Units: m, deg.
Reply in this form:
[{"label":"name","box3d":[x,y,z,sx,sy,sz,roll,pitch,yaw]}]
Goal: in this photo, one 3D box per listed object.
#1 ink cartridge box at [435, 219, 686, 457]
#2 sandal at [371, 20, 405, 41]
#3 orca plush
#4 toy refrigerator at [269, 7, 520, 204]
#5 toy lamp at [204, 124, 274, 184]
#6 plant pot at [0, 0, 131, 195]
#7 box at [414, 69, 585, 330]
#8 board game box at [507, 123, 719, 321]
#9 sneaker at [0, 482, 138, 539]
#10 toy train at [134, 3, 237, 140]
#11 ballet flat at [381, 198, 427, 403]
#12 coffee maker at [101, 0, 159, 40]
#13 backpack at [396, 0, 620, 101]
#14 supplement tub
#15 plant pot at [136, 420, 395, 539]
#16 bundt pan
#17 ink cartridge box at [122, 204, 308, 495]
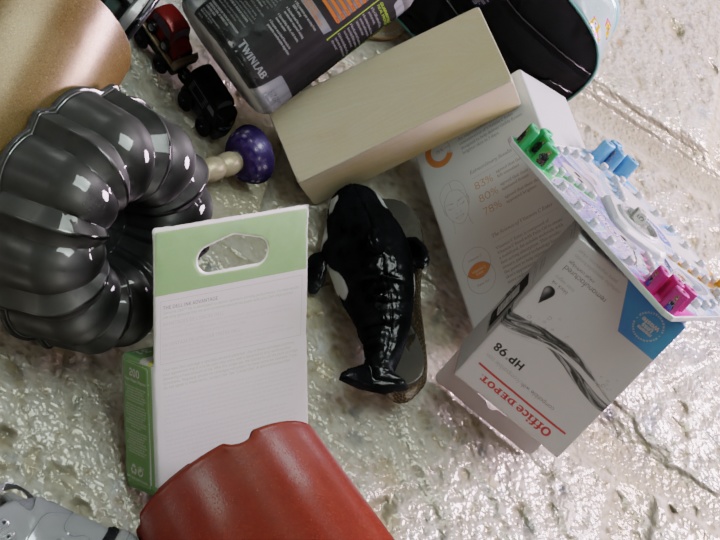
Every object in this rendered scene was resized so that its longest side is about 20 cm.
[{"label":"ink cartridge box","box3d":[0.159,0.067,1.541,0.116,0.200,0.067,38,22,-7]},{"label":"sandal","box3d":[-0.031,-0.293,1.742,0.211,0.070,0.078,33,48,-13]},{"label":"orca plush","box3d":[0.000,0.000,1.543,0.104,0.071,0.201,3,55,8]},{"label":"toy refrigerator","box3d":[0.030,-0.138,1.606,0.199,0.070,0.076,-26,71,4]},{"label":"toy lamp","box3d":[-0.155,-0.069,1.518,0.199,0.058,0.058,-25,77,-41]},{"label":"plant pot","box3d":[-0.290,-0.106,1.387,0.185,0.186,0.201,28,63,-17]},{"label":"box","box3d":[0.141,-0.051,1.648,0.097,0.124,0.201,19,48,-56]},{"label":"board game box","box3d":[0.230,-0.040,1.555,0.200,0.026,0.200,51,22,20]},{"label":"sneaker","box3d":[-0.229,0.233,1.259,0.114,0.075,0.201,33,43,-12]},{"label":"toy train","box3d":[-0.167,-0.201,1.604,0.034,0.046,0.201,-27,78,-42]},{"label":"ballet flat","box3d":[0.027,0.026,1.595,0.067,0.047,0.201,-7,54,0]},{"label":"coffee maker","box3d":[-0.260,-0.262,1.505,0.200,0.135,0.193,41,21,-21]},{"label":"backpack","box3d":[0.142,-0.252,1.764,0.200,0.175,0.154,52,37,-15]},{"label":"supplement tub","box3d":[-0.039,-0.234,1.568,0.199,0.123,0.123,-37,83,-4]},{"label":"plant pot","box3d":[-0.050,0.226,1.318,0.200,0.201,0.196,-15,62,-40]},{"label":"bundt pan","box3d":[-0.181,-0.029,1.376,0.075,0.203,0.201,20,35,33]},{"label":"ink cartridge box","box3d":[-0.105,0.055,1.400,0.145,0.048,0.202,-11,106,-38]}]
